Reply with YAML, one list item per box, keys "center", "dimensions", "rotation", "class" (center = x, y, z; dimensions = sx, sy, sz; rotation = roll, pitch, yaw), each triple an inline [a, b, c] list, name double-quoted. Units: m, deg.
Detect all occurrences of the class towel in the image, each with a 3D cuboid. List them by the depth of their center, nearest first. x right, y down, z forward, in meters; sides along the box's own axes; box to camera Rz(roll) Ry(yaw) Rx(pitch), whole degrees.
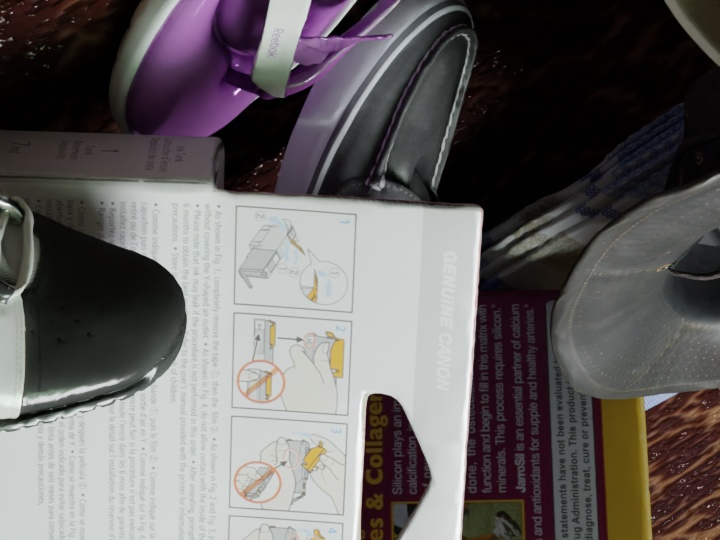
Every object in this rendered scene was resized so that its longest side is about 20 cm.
- center: [0.133, -0.013, 1.047]
  dimensions: [0.200, 0.024, 0.147]
  rotation: [-35, 139, 30]
  class: "towel"

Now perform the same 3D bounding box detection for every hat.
- center: [0.148, -0.028, 0.932]
  dimensions: [0.200, 0.081, 0.201]
  rotation: [-10, 154, -5]
  class: "hat"

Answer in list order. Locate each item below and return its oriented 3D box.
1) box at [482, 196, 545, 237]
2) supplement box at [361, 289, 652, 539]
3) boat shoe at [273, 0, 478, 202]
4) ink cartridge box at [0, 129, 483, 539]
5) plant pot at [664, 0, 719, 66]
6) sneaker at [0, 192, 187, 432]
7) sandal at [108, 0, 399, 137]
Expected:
- center: [0.014, 0.052, 1.147]
  dimensions: [0.200, 0.049, 0.082]
  rotation: [-31, 154, 4]
  class: "box"
- center: [0.008, 0.086, 1.027]
  dimensions: [0.199, 0.131, 0.103]
  rotation: [0, 153, 2]
  class: "supplement box"
- center: [0.000, 0.000, 0.939]
  dimensions: [0.200, 0.066, 0.070]
  rotation: [-62, 154, 3]
  class: "boat shoe"
- center: [-0.053, 0.055, 0.902]
  dimensions: [0.175, 0.045, 0.201]
  rotation: [3, 115, 0]
  class: "ink cartridge box"
- center: [0.210, -0.152, 0.866]
  dimensions: [0.200, 0.187, 0.187]
  rotation: [-20, 156, -50]
  class: "plant pot"
- center: [-0.143, -0.011, 0.792]
  dimensions: [0.199, 0.074, 0.089]
  rotation: [8, 130, -14]
  class: "sneaker"
- center: [-0.006, -0.096, 0.859]
  dimensions: [0.203, 0.050, 0.082]
  rotation: [-44, 151, 27]
  class: "sandal"
